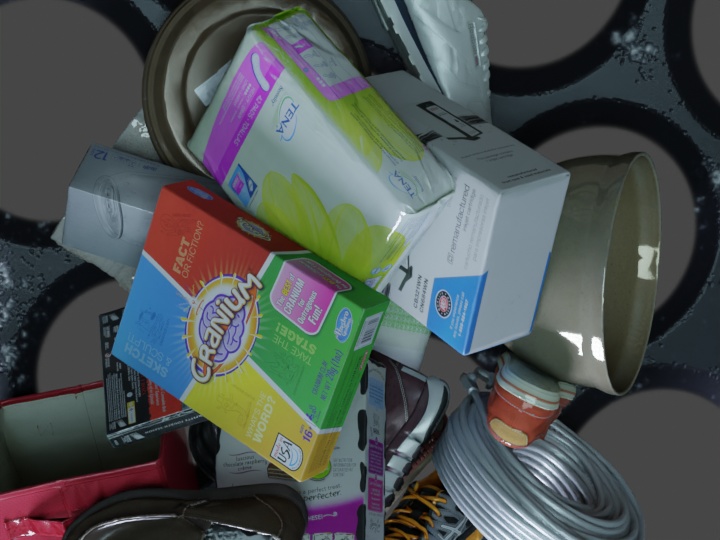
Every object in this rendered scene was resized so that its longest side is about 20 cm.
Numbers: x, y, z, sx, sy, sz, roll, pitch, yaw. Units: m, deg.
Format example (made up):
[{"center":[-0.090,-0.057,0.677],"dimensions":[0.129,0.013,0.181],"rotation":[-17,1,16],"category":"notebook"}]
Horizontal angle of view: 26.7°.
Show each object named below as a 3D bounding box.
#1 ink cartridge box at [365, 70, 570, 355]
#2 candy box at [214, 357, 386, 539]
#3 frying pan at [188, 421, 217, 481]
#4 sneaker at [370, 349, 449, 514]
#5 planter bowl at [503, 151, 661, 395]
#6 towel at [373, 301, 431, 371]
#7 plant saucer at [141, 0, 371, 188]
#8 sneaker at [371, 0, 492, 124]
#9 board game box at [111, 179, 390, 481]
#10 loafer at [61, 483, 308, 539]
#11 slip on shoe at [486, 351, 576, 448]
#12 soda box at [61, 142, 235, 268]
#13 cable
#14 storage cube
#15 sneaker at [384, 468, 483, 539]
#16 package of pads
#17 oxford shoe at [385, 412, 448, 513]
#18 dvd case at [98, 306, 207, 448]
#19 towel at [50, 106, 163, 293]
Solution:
[{"center":[0.056,-0.050,1.205],"dimensions":[0.084,0.199,0.148],"rotation":[-16,128,-38],"category":"ink cartridge box"},{"center":[-0.050,0.176,1.261],"dimensions":[0.135,0.061,0.203],"rotation":[-3,78,18],"category":"candy box"},{"center":[-0.101,0.116,1.357],"dimensions":[0.113,0.031,0.192],"rotation":[-3,118,2],"category":"frying pan"},{"center":[-0.015,0.160,1.322],"dimensions":[0.115,0.076,0.201],"rotation":[31,78,8],"category":"sneaker"},{"center":[0.167,-0.003,1.281],"dimensions":[0.133,0.200,0.203],"rotation":[6,108,22],"category":"planter bowl"},{"center":[0.000,0.000,1.349],"dimensions":[0.147,0.031,0.202],"rotation":[11,103,-8],"category":"towel"},{"center":[-0.083,-0.147,1.271],"dimensions":[0.197,0.029,0.203],"rotation":[-1,96,-11],"category":"plant saucer"},{"center":[0.078,-0.180,1.275],"dimensions":[0.080,0.076,0.202],"rotation":[-28,108,-4],"category":"sneaker"},{"center":[-0.089,0.044,1.167],"dimensions":[0.199,0.040,0.154],"rotation":[30,113,23],"category":"board game box"},{"center":[-0.139,0.211,1.179],"dimensions":[0.197,0.071,0.074],"rotation":[-12,113,0],"category":"loafer"},{"center":[0.140,0.111,1.291],"dimensions":[0.073,0.200,0.062],"rotation":[26,97,9],"category":"slip on shoe"},{"center":[-0.142,-0.035,1.252],"dimensions":[0.198,0.064,0.069],"rotation":[18,132,-1],"category":"soda box"},{"center":[0.154,0.190,1.320],"dimensions":[0.199,0.200,0.069],"rotation":[33,112,-10],"category":"cable"},{"center":[-0.230,0.215,1.312],"dimensions":[0.169,0.200,0.182],"rotation":[-11,113,0],"category":"storage cube"},{"center":[0.050,0.228,1.337],"dimensions":[0.077,0.200,0.078],"rotation":[13,116,23],"category":"sneaker"},{"center":[-0.032,-0.082,1.163],"dimensions":[0.200,0.068,0.155],"rotation":[50,137,13],"category":"package of pads"},{"center":[0.004,0.198,1.396],"dimensions":[0.199,0.071,0.075],"rotation":[-37,142,1],"category":"oxford shoe"},{"center":[-0.121,0.063,1.272],"dimensions":[0.198,0.147,0.022],"rotation":[-18,133,2],"category":"dvd case"},{"center":[-0.161,-0.068,1.312],"dimensions":[0.132,0.035,0.201],"rotation":[35,102,-12],"category":"towel"}]
